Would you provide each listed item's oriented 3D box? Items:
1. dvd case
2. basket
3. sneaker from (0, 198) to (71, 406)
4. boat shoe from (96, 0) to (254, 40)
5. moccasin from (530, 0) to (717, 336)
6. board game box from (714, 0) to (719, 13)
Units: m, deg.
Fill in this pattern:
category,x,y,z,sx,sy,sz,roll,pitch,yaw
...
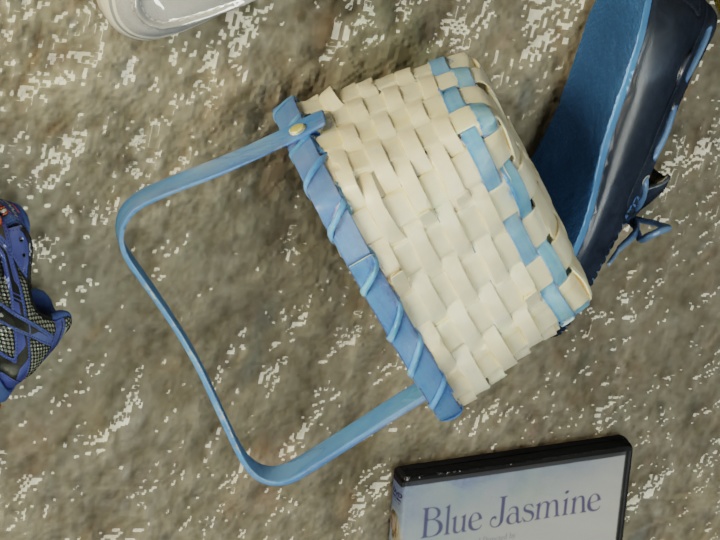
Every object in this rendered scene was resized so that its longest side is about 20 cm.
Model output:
category,x,y,z,sx,sy,sz,roll,pitch,yaw
dvd case,0.080,0.192,1.603,0.142,0.018,0.201,-7,117,-20
basket,0.000,0.000,1.399,0.199,0.139,0.177,-28,119,-2
sneaker,-0.200,-0.021,1.349,0.078,0.075,0.201,-35,132,-15
boat shoe,-0.032,-0.168,1.343,0.199,0.069,0.072,-28,123,-9
moccasin,0.135,-0.053,1.471,0.068,0.080,0.201,12,110,-33
board game box,0.259,-0.185,1.474,0.165,0.057,0.200,-34,123,-7
